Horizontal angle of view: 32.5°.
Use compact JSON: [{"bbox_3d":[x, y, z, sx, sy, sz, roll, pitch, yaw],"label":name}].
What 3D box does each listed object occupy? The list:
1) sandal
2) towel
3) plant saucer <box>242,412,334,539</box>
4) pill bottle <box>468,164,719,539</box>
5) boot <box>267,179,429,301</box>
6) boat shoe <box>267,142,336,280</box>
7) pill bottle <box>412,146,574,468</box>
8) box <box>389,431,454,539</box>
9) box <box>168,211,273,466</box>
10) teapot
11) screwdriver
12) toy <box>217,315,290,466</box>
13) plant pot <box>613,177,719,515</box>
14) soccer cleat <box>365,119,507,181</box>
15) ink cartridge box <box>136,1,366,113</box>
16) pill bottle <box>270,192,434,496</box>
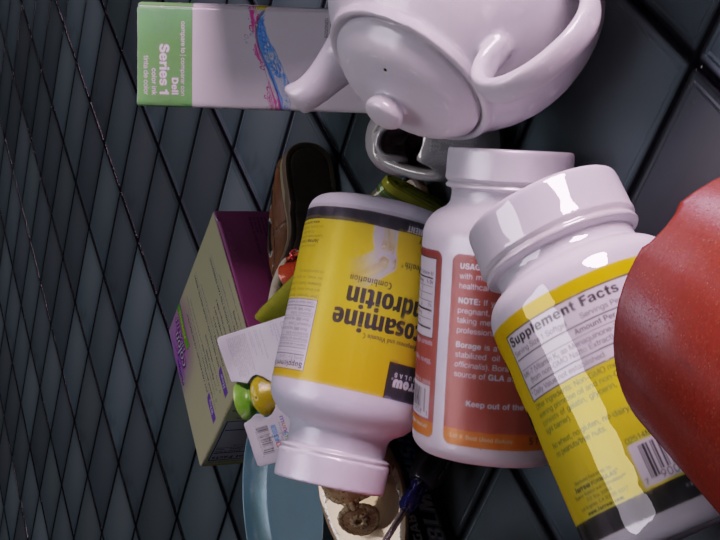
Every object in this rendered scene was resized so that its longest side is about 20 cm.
[{"bbox_3d":[-0.015,0.135,0.953,0.077,0.069,0.215,-7,85,26],"label":"sandal"},{"bbox_3d":[0.000,0.000,0.999,0.200,0.086,0.018,-44,28,39],"label":"towel"},{"bbox_3d":[-0.064,0.212,1.139,0.200,0.027,0.203,172,99,-64],"label":"plant saucer"},{"bbox_3d":[0.141,0.051,0.688,0.114,0.113,0.202,-48,58,54],"label":"pill bottle"},{"bbox_3d":[-0.010,-0.006,1.044,0.200,0.106,0.076,-56,41,47],"label":"boot"},{"bbox_3d":[-0.053,-0.017,1.182,0.068,0.071,0.202,143,132,-63],"label":"boat shoe"},{"bbox_3d":[0.094,0.021,0.821,0.112,0.111,0.203,16,105,63],"label":"pill bottle"},{"bbox_3d":[0.004,0.221,1.083,0.199,0.049,0.201,-61,38,43],"label":"box"},{"bbox_3d":[-0.114,0.071,1.266,0.201,0.096,0.177,-61,38,43],"label":"box"},{"bbox_3d":[0.053,-0.153,0.788,0.147,0.196,0.200,-57,-13,-19],"label":"teapot"},{"bbox_3d":[0.025,0.194,0.929,0.201,0.028,0.029,-55,-9,-22],"label":"screwdriver"},{"bbox_3d":[-0.013,0.082,1.024,0.198,0.047,0.116,-18,90,21],"label":"toy"},{"bbox_3d":[0.214,0.051,0.508,0.195,0.198,0.203,-131,46,-64],"label":"plant pot"},{"bbox_3d":[0.036,-0.107,0.967,0.200,0.085,0.071,15,104,63],"label":"soccer cleat"},{"bbox_3d":[-0.083,-0.181,1.046,0.145,0.197,0.085,-109,21,-78],"label":"ink cartridge box"},{"bbox_3d":[-0.002,0.053,0.884,0.112,0.111,0.202,-3,74,64],"label":"pill bottle"}]
